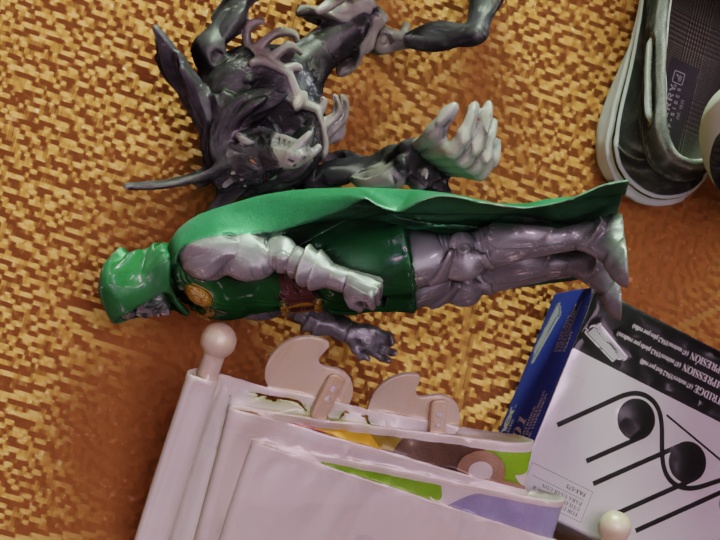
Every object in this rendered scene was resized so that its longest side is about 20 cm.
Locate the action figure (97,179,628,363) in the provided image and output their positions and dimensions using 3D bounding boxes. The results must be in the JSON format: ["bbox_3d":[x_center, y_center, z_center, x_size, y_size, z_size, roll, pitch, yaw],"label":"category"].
[{"bbox_3d":[0.000,0.000,1.022,0.200,0.118,0.055,-3,70,2],"label":"action figure"}]

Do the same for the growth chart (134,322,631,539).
[{"bbox_3d":[0.006,0.110,1.038,0.200,0.018,0.145,24,100,-15],"label":"growth chart"}]

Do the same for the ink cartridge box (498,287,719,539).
[{"bbox_3d":[0.154,0.091,1.105,0.200,0.044,0.094,27,77,-15],"label":"ink cartridge box"}]

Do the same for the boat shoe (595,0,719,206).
[{"bbox_3d":[0.154,-0.123,1.114,0.072,0.071,0.200,16,78,-17],"label":"boat shoe"}]

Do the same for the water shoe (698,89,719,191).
[{"bbox_3d":[0.194,-0.056,1.093,0.200,0.071,0.079,30,61,-54],"label":"water shoe"}]

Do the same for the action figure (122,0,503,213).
[{"bbox_3d":[0.000,-0.087,1.039,0.200,0.102,0.119,-48,113,-17],"label":"action figure"}]
